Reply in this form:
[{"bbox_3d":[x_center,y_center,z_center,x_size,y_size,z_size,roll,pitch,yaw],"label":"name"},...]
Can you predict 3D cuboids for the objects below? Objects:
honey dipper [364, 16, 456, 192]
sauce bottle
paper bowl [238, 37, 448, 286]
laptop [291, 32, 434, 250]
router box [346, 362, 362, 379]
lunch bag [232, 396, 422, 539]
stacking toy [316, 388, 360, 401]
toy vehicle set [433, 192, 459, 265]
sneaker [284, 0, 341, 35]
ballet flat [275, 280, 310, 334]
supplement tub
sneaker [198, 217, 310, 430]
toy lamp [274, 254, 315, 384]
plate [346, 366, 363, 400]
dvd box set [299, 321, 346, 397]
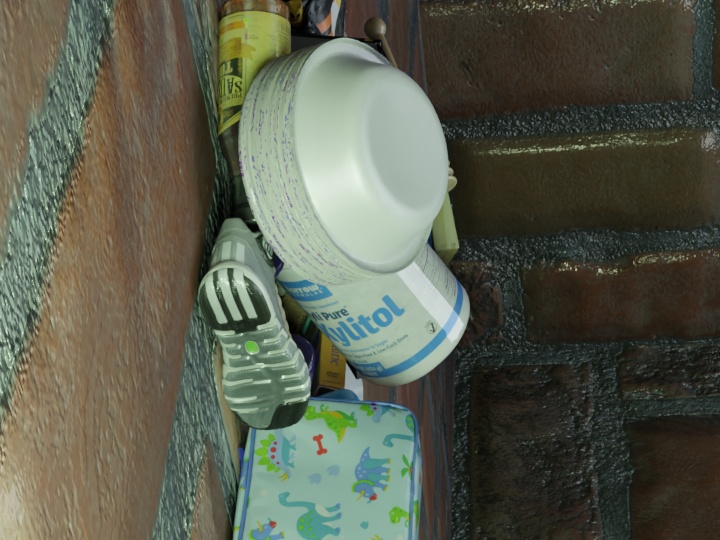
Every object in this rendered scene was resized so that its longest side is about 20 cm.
[{"bbox_3d":[0.044,-0.167,1.799,0.038,0.038,0.201,70,0,-69],"label":"honey dipper"},{"bbox_3d":[-0.090,-0.133,1.550,0.066,0.065,0.202,67,20,-71],"label":"sauce bottle"},{"bbox_3d":[-0.003,-0.093,1.519,0.200,0.104,0.202,19,66,-49],"label":"paper bowl"},{"bbox_3d":[-0.012,-0.118,1.774,0.116,0.198,0.188,-63,154,-45],"label":"laptop"},{"bbox_3d":[-0.015,-0.008,1.979,0.157,0.052,0.201,-125,-155,-58],"label":"router box"},{"bbox_3d":[-0.029,0.206,1.554,0.083,0.159,0.201,87,6,-54],"label":"lunch bag"},{"bbox_3d":[-0.028,0.191,1.734,0.200,0.109,0.117,62,5,-78],"label":"stacking toy"},{"bbox_3d":[0.054,-0.045,1.883,0.200,0.026,0.125,119,-38,-67],"label":"toy vehicle set"},{"bbox_3d":[-0.060,-0.242,1.903,0.090,0.069,0.202,28,58,-65],"label":"sneaker"},{"bbox_3d":[-0.053,-0.030,1.779,0.071,0.065,0.201,-97,-154,-64],"label":"ballet flat"},{"bbox_3d":[0.000,0.000,1.690,0.200,0.131,0.133,48,29,-31],"label":"supplement tub"},{"bbox_3d":[-0.083,0.035,1.518,0.201,0.074,0.116,79,8,-47],"label":"sneaker"},{"bbox_3d":[-0.076,0.048,1.643,0.201,0.058,0.059,79,11,-50],"label":"toy lamp"},{"bbox_3d":[-0.024,0.175,2.144,0.200,0.032,0.201,76,13,-56],"label":"plate"},{"bbox_3d":[-0.042,0.084,1.834,0.147,0.029,0.201,112,-14,-45],"label":"dvd box set"}]
